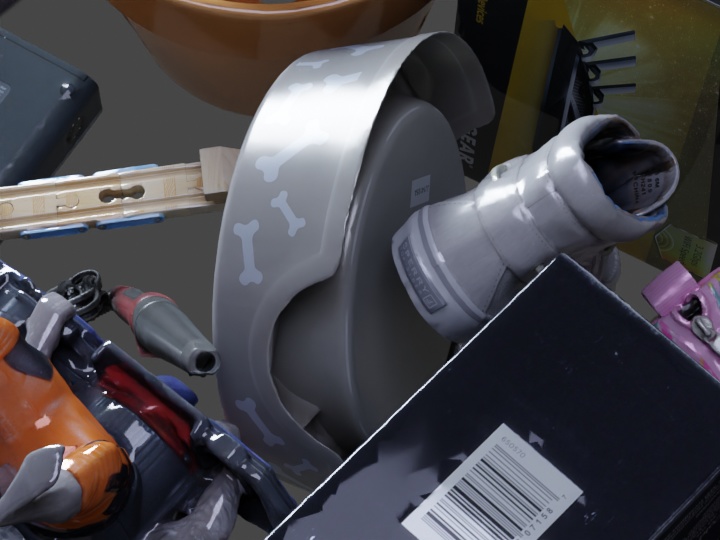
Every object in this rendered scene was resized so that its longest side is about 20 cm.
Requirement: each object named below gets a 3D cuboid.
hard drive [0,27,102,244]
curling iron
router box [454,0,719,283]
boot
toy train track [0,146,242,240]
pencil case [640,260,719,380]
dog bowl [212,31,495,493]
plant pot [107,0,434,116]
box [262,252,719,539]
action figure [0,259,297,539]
[{"bbox_3d":[-0.229,-0.036,1.176,0.139,0.033,0.200,29,66,14],"label":"hard drive"},{"bbox_3d":[-0.092,0.027,1.074,0.050,0.200,0.026,-26,107,-18],"label":"curling iron"},{"bbox_3d":[0.118,-0.082,1.104,0.157,0.200,0.052,26,62,14],"label":"router box"},{"bbox_3d":[0.092,-0.017,1.067,0.096,0.200,0.074,-30,83,20],"label":"boot"},{"bbox_3d":[-0.146,-0.032,1.130,0.200,0.033,0.115,-7,61,0],"label":"toy train track"},{"bbox_3d":[0.185,0.086,1.081,0.087,0.087,0.200,-29,68,-14],"label":"pencil case"},{"bbox_3d":[0.000,0.000,1.072,0.059,0.200,0.200,7,62,19],"label":"dog bowl"},{"bbox_3d":[-0.038,-0.162,1.180,0.200,0.140,0.200,0,63,1],"label":"plant pot"},{"bbox_3d":[0.042,0.126,1.007,0.104,0.182,0.200,40,69,18],"label":"box"},{"bbox_3d":[-0.128,0.059,0.978,0.200,0.193,0.105,36,83,30],"label":"action figure"}]
